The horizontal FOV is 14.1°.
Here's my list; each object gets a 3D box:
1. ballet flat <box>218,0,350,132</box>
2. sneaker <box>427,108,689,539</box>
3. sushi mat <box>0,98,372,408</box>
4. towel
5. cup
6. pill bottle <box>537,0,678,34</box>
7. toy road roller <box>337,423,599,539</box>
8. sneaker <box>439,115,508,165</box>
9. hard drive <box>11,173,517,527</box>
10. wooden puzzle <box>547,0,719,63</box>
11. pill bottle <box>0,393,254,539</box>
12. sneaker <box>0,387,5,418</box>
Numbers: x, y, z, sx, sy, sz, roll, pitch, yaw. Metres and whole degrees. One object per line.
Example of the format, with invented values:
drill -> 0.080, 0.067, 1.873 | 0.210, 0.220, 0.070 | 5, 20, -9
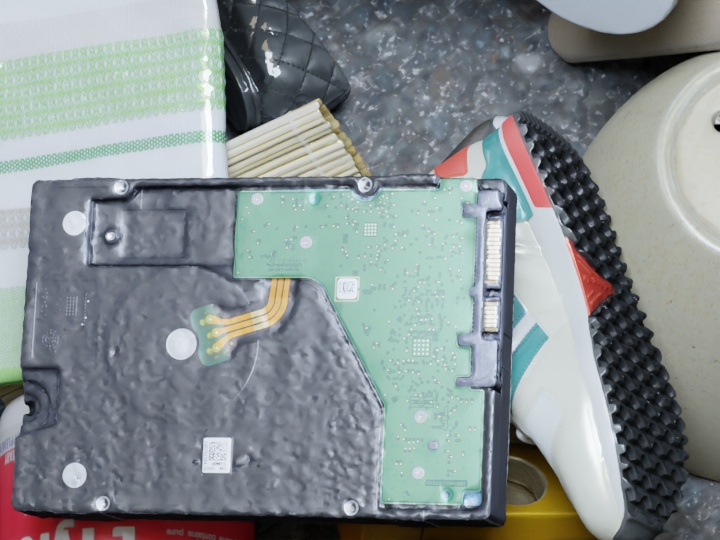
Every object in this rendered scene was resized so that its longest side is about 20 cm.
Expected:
ballet flat -> -0.065, -0.154, 1.397 | 0.057, 0.066, 0.200 | -16, 72, -20
sneaker -> 0.068, 0.035, 1.210 | 0.093, 0.070, 0.200 | -28, 61, 24
sushi mat -> -0.082, 0.002, 1.270 | 0.200, 0.096, 0.012 | -25, 30, 13
towel -> -0.129, -0.053, 1.241 | 0.149, 0.031, 0.200 | -9, 75, 18
cup -> 0.180, -0.023, 1.272 | 0.200, 0.143, 0.201 | -2, 68, 5
pill bottle -> 0.138, -0.199, 1.252 | 0.111, 0.111, 0.200 | 24, 58, 14
toy road roller -> 0.052, 0.143, 1.233 | 0.123, 0.146, 0.200 | 1, 38, -14
sneaker -> 0.000, 0.000, 1.319 | 0.082, 0.077, 0.200 | 31, 74, 23
hard drive -> -0.038, 0.032, 1.169 | 0.200, 0.038, 0.140 | -1, 80, 16
wooden puzzle -> 0.188, -0.173, 1.325 | 0.037, 0.185, 0.200 | 43, 76, -18
pill bottle -> -0.100, 0.154, 1.243 | 0.112, 0.112, 0.200 | -3, 72, 4
sneaker -> -0.148, 0.017, 1.327 | 0.200, 0.072, 0.072 | -35, 71, -7
